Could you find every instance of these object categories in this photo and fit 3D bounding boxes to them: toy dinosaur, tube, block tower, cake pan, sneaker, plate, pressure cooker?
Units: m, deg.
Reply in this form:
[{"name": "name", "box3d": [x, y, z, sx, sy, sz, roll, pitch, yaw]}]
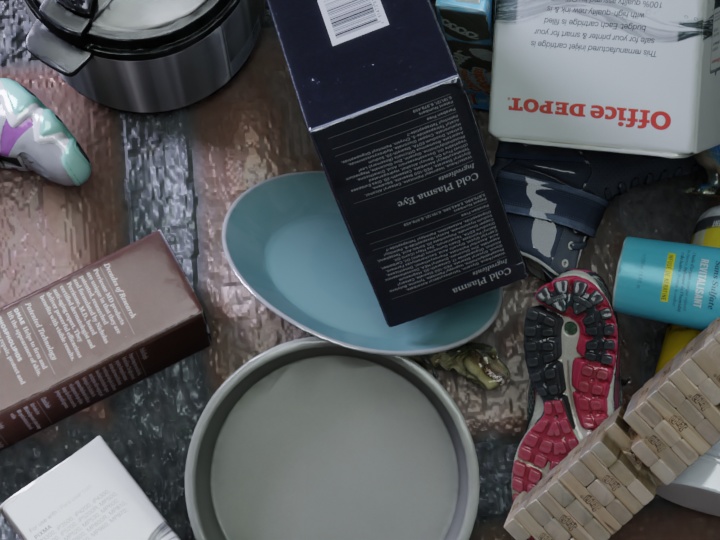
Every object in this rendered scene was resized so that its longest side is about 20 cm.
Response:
[{"name": "toy dinosaur", "box3d": [0.006, 0.048, 1.670, 0.200, 0.047, 0.088, 33, 74, 12]}, {"name": "tube", "box3d": [0.268, 0.019, 1.561, 0.200, 0.050, 0.077, 9, 88, 12]}, {"name": "block tower", "box3d": [0.185, 0.114, 1.552, 0.200, 0.054, 0.058, -43, 91, 19]}, {"name": "cake pan", "box3d": [-0.018, 0.144, 1.623, 0.200, 0.037, 0.200, 0, 91, 4]}, {"name": "sneaker", "box3d": [0.183, -0.054, 1.683, 0.202, 0.077, 0.146, 12, 88, -10]}, {"name": "plate", "box3d": [0.000, 0.000, 1.642, 0.200, 0.026, 0.200, 11, 37, -8]}, {"name": "pressure cooker", "box3d": [-0.152, -0.217, 1.655, 0.179, 0.200, 0.176, -9, 76, -2]}, {"name": "sneaker", "box3d": [-0.299, -0.084, 1.690, 0.200, 0.078, 0.140, 35, 79, 18]}, {"name": "sneaker", "box3d": [0.151, 0.098, 1.625, 0.081, 0.075, 0.200, 7, 102, 13]}]

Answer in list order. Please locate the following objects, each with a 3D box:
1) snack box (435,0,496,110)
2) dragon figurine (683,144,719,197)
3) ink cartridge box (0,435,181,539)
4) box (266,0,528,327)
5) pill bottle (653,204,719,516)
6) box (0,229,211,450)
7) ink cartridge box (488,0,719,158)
[{"name": "snack box", "box3d": [0.087, -0.197, 1.650, 0.037, 0.200, 0.116, 8, 76, 10]}, {"name": "dragon figurine", "box3d": [0.279, -0.095, 1.634, 0.200, 0.059, 0.100, 8, 92, -13]}, {"name": "ink cartridge box", "box3d": [-0.140, 0.219, 1.570, 0.083, 0.147, 0.200, -37, 79, -10]}, {"name": "box", "box3d": [0.020, -0.101, 1.589, 0.104, 0.182, 0.200, -21, 41, 3]}, {"name": "pill bottle", "box3d": [0.262, 0.063, 1.629, 0.112, 0.112, 0.200, 16, 76, 4]}, {"name": "box", "box3d": [-0.207, 0.055, 1.636, 0.200, 0.100, 0.075, -25, 77, -7]}, {"name": "ink cartridge box", "box3d": [0.167, -0.181, 1.556, 0.147, 0.083, 0.200, 8, 101, 24]}]
